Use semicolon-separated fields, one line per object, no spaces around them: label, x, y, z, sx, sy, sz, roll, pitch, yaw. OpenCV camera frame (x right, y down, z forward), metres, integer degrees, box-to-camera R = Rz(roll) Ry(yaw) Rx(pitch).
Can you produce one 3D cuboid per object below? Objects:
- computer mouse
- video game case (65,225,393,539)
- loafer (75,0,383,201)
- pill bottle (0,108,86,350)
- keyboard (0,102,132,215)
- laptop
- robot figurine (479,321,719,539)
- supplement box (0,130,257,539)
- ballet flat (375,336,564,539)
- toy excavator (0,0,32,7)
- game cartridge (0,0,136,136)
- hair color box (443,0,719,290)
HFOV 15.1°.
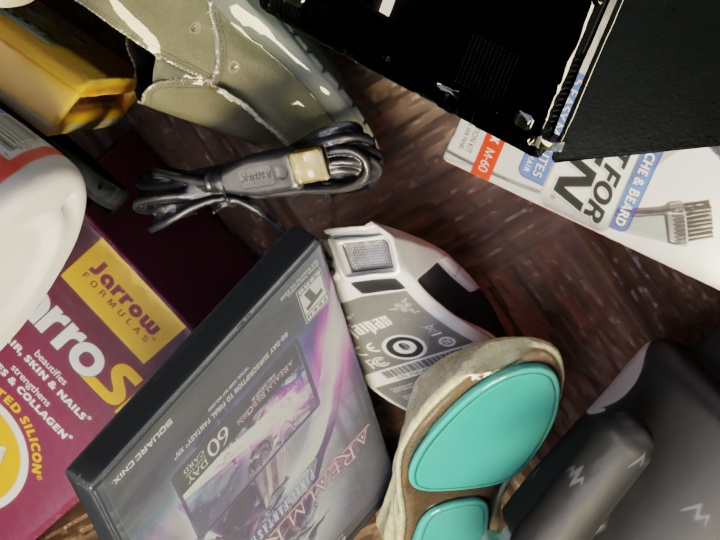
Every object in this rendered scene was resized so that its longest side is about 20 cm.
computer mouse;0.000;0.000;1.176;0.110;0.044;0.200;-18;139;28
video game case;-0.049;0.089;1.164;0.019;0.143;0.200;30;156;30
loafer;-0.066;-0.095;1.144;0.070;0.075;0.200;-40;119;8
pill bottle;-0.216;-0.049;1.064;0.200;0.112;0.112;35;119;13
keyboard;-0.175;-0.074;1.173;0.040;0.104;0.200;-51;55;2
laptop;0.089;-0.141;1.007;0.200;0.103;0.177;29;128;10
robot figurine;0.133;0.112;1.150;0.150;0.125;0.200;39;97;-13
supplement box;-0.145;0.045;1.253;0.110;0.086;0.200;47;118;-5
ballet flat;0.037;0.077;1.188;0.067;0.062;0.200;-5;143;-19
toy excavator;-0.184;-0.186;1.100;0.194;0.200;0.100;29;119;5
game cartridge;-0.188;-0.128;1.145;0.200;0.176;0.032;37;96;0
hair color box;0.148;-0.059;1.123;0.200;0.064;0.111;25;117;6
